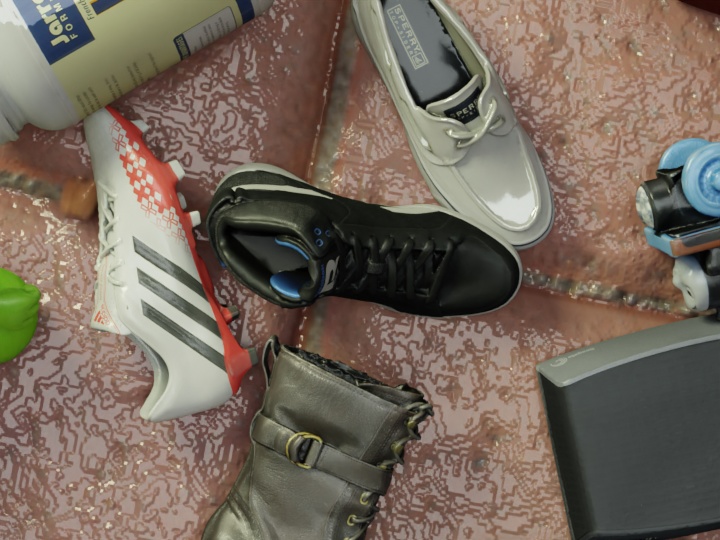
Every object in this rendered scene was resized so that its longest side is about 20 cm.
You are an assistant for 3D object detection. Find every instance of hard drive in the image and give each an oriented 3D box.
[{"bbox_3d":[0.221,0.098,1.287,0.198,0.042,0.136,-12,91,-5],"label":"hard drive"}]

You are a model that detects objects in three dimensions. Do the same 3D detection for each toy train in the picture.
[{"bbox_3d":[0.274,-0.039,1.272,0.199,0.087,0.115,-15,97,-5],"label":"toy train"}]

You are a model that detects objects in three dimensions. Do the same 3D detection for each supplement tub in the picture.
[{"bbox_3d":[-0.164,-0.173,1.202,0.199,0.145,0.146,-31,93,-4],"label":"supplement tub"}]

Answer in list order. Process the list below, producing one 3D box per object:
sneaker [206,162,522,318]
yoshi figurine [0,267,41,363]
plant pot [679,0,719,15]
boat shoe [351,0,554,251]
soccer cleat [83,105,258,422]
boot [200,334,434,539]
[{"bbox_3d":[0.000,0.000,1.227,0.199,0.112,0.074,15,110,-1],"label":"sneaker"},{"bbox_3d":[-0.246,0.000,1.195,0.111,0.201,0.113,-9,49,-1],"label":"yoshi figurine"},{"bbox_3d":[0.274,-0.239,1.227,0.175,0.200,0.202,3,90,8],"label":"plant pot"},{"bbox_3d":[0.061,-0.102,1.261,0.072,0.066,0.201,-27,93,-5],"label":"boat shoe"},{"bbox_3d":[-0.135,-0.004,1.242,0.085,0.069,0.201,-26,97,-19],"label":"soccer cleat"},{"bbox_3d":[-0.003,0.152,1.243,0.199,0.069,0.175,29,96,-2],"label":"boot"}]
